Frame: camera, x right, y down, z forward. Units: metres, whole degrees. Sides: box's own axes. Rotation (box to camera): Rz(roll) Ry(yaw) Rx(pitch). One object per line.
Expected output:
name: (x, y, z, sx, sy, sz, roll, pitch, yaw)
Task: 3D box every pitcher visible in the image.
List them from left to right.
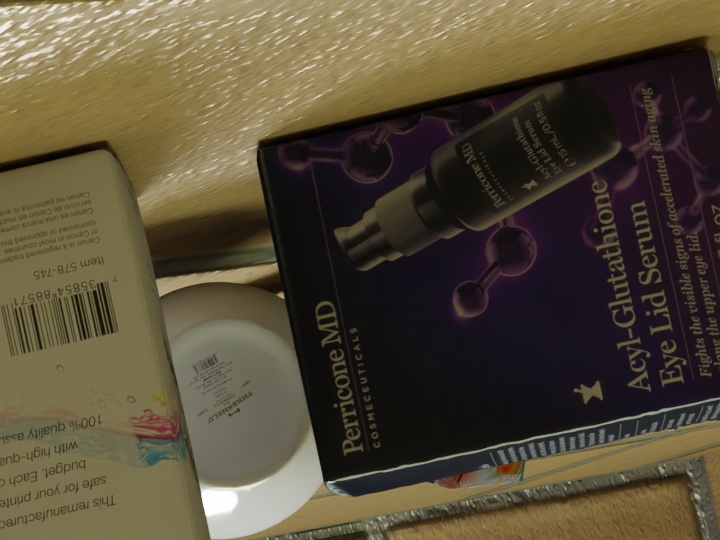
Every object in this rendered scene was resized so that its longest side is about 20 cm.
pitcher: (-0.093, 0.085, 1.417, 0.171, 0.121, 0.200, -35, 179, -10)

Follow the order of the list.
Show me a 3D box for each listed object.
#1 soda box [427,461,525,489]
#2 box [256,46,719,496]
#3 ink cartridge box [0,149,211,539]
soda box: (-0.004, 0.066, 1.574, 0.199, 0.064, 0.068, 13, -171, 36)
box: (0.068, 0.005, 1.236, 0.199, 0.149, 0.104, -14, 172, 2)
ink cartridge box: (-0.143, 0.073, 1.185, 0.145, 0.201, 0.145, -12, 172, -2)
